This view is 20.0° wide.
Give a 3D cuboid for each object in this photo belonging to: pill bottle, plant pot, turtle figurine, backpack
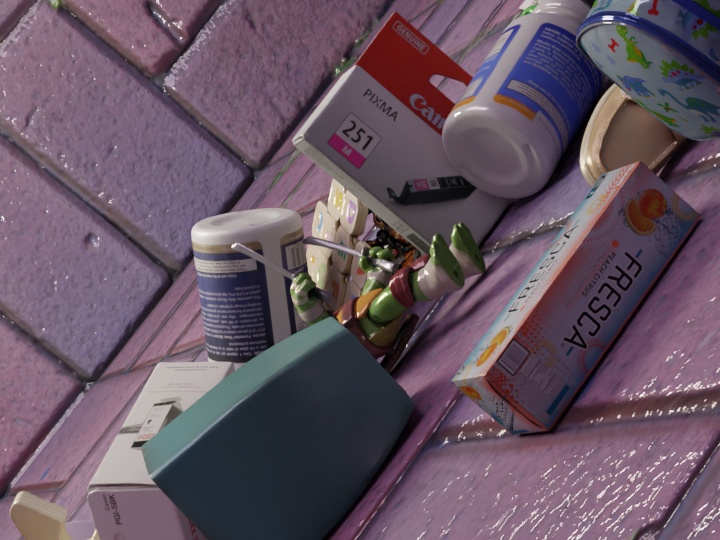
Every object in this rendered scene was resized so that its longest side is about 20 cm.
[{"bbox_3d":[-0.102,0.046,2.022,0.111,0.201,0.111,-6,11,1],"label":"pill bottle"},{"bbox_3d":[-0.062,0.141,1.711,0.200,0.141,0.141,-44,10,-3],"label":"plant pot"},{"bbox_3d":[0.166,-0.172,1.931,0.112,0.112,0.200,-36,17,52],"label":"pill bottle"},{"bbox_3d":[0.000,0.000,1.853,0.194,0.144,0.201,-26,59,24],"label":"turtle figurine"},{"bbox_3d":[0.239,-0.194,1.455,0.147,0.200,0.183,-51,11,-11],"label":"backpack"}]

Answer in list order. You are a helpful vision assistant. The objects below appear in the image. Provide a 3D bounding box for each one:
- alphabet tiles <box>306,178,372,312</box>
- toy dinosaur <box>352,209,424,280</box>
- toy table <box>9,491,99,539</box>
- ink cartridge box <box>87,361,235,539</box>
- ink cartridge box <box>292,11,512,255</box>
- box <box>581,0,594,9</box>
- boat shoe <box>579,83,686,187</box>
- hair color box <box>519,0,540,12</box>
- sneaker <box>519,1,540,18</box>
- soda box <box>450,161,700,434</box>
[{"bbox_3d":[-0.030,0.010,2.048,0.196,0.015,0.201,-132,52,-65],"label":"alphabet tiles"},{"bbox_3d":[0.050,-0.031,2.054,0.200,0.102,0.136,-33,25,-6],"label":"toy dinosaur"},{"bbox_3d":[-0.261,0.291,1.961,0.200,0.183,0.117,-90,22,-49],"label":"toy table"},{"bbox_3d":[-0.167,0.198,1.887,0.083,0.147,0.200,-2,31,17],"label":"ink cartridge box"},{"bbox_3d":[0.063,-0.126,1.943,0.174,0.200,0.044,-53,9,-16],"label":"ink cartridge box"},{"bbox_3d":[0.261,-0.323,1.818,0.197,0.200,0.117,-46,12,18],"label":"box"},{"bbox_3d":[0.244,-0.142,1.601,0.200,0.074,0.069,-53,5,-21],"label":"boat shoe"},{"bbox_3d":[0.269,-0.339,2.228,0.200,0.064,0.111,-48,12,3],"label":"hair color box"},{"bbox_3d":[0.218,-0.261,2.102,0.078,0.085,0.200,-35,17,54],"label":"sneaker"},{"bbox_3d":[0.152,0.020,1.440,0.200,0.064,0.068,-52,11,-17],"label":"soda box"}]
